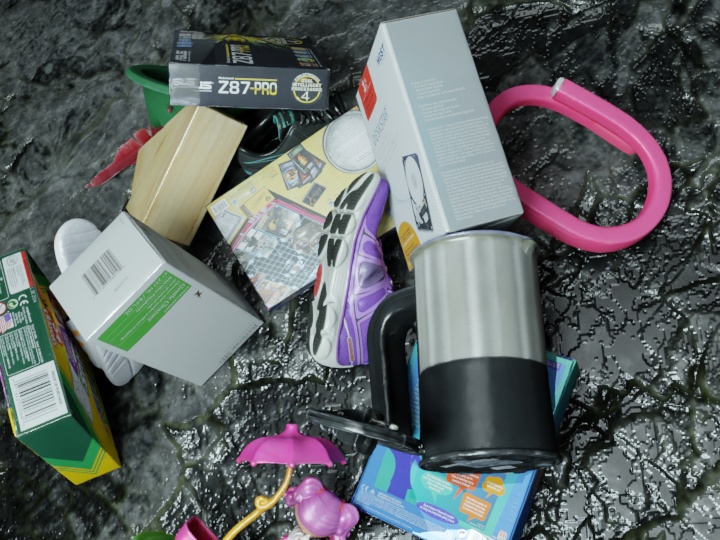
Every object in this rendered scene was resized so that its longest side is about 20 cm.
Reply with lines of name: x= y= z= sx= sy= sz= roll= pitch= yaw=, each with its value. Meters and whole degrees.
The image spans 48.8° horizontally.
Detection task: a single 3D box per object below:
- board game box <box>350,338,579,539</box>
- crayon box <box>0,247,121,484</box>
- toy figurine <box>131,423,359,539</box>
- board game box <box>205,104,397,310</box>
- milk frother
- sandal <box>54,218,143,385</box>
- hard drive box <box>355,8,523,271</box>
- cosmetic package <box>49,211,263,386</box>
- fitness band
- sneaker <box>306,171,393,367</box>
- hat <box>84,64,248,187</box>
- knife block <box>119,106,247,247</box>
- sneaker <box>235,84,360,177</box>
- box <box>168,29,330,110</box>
board game box: x=0.098 y=0.155 z=0.741 sx=0.152 sy=0.045 sz=0.201 roll=18 pitch=78 yaw=26
crayon box: x=-0.327 y=0.106 z=0.842 sx=0.058 sy=0.173 sz=0.200 roll=-22 pitch=63 yaw=-10
toy figurine: x=-0.075 y=0.239 z=0.720 sx=0.200 sy=0.150 sz=0.184 roll=39 pitch=89 yaw=6
board game box: x=-0.049 y=-0.066 z=0.862 sx=0.200 sy=0.035 sz=0.136 roll=-32 pitch=84 yaw=6
milk frother: x=0.060 y=0.064 z=0.653 sx=0.180 sy=0.200 sz=0.189 roll=-10 pitch=67 yaw=20
sandal: x=-0.287 y=0.031 z=0.859 sx=0.059 sy=0.207 sz=0.079 roll=9 pitch=38 yaw=29
hard drive box: x=0.068 y=-0.117 z=0.761 sx=0.077 sy=0.156 sz=0.201 roll=-14 pitch=79 yaw=-12
cosmetic package: x=-0.199 y=0.035 z=0.810 sx=0.108 sy=0.200 sz=0.085 roll=-46 pitch=60 yaw=1
fitness band: x=0.205 y=-0.104 z=0.772 sx=0.200 sy=0.037 sz=0.144 roll=32 pitch=72 yaw=4
sneaker: x=0.000 y=0.000 z=0.812 sx=0.083 sy=0.081 sz=0.201 roll=10 pitch=94 yaw=-21
hat: x=-0.218 y=-0.146 z=0.968 sx=0.200 sy=0.165 sz=0.177 roll=39 pitch=120 yaw=50
knife block: x=-0.211 y=-0.070 z=0.887 sx=0.200 sy=0.064 sz=0.176 roll=-26 pitch=55 yaw=44
sneaker: x=-0.050 y=-0.161 z=0.900 sx=0.200 sy=0.079 sz=0.076 roll=-30 pitch=63 yaw=6
box: x=-0.126 y=-0.222 z=0.872 sx=0.161 sy=0.049 sz=0.200 roll=-1 pitch=25 yaw=-10
